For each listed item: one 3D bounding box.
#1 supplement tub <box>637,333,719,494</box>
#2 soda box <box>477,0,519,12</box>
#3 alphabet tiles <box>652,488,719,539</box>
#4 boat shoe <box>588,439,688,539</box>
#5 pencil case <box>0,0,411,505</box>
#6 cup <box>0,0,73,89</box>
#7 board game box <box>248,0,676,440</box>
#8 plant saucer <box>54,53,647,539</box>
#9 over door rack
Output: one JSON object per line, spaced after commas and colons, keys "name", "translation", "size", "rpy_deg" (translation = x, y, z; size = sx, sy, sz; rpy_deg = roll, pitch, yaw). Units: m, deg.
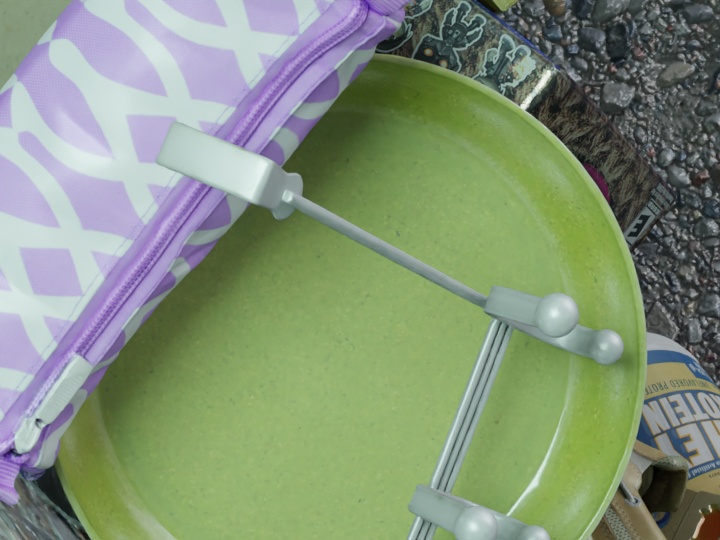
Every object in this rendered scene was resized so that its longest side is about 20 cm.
{"name": "supplement tub", "translation": [0.164, 0.147, 1.439], "size": [0.200, 0.145, 0.145], "rpy_deg": [54, 9, 35]}
{"name": "soda box", "translation": [0.047, -0.138, 1.005], "size": [0.068, 0.064, 0.200], "rpy_deg": [50, 2, -5]}
{"name": "alphabet tiles", "translation": [0.134, 0.156, 1.078], "size": [0.199, 0.167, 0.006], "rpy_deg": [13, -41, 25]}
{"name": "boat shoe", "translation": [0.095, 0.091, 1.099], "size": [0.072, 0.076, 0.200], "rpy_deg": [77, -8, -56]}
{"name": "pencil case", "translation": [-0.071, -0.029, 0.813], "size": [0.084, 0.200, 0.086], "rpy_deg": [30, 11, -37]}
{"name": "cup", "translation": [-0.107, -0.096, 1.065], "size": [0.143, 0.201, 0.200], "rpy_deg": [22, 0, 16]}
{"name": "board game box", "translation": [0.000, 0.000, 1.005], "size": [0.097, 0.200, 0.159], "rpy_deg": [41, 3, 26]}
{"name": "plant saucer", "translation": [-0.006, 0.029, 0.896], "size": [0.200, 0.200, 0.031], "rpy_deg": [48, -3, -11]}
{"name": "over door rack", "translation": [-0.001, 0.062, 0.800], "size": [0.066, 0.148, 0.200], "rpy_deg": [19, -4, 40]}
